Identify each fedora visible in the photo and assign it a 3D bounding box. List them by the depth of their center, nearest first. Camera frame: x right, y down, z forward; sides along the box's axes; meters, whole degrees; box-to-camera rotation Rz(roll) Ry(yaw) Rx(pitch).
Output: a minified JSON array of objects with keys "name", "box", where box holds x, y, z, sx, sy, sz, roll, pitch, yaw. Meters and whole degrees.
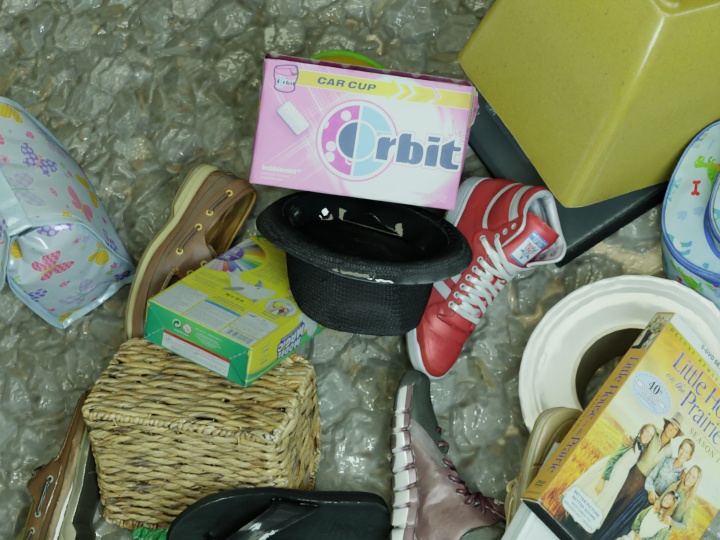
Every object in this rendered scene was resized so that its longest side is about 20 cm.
[{"name":"fedora","box":[0.000,0.000,1.514,0.201,0.201,0.092,16,115,19]}]

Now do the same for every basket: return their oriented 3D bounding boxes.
[{"name":"basket","box":[-0.138,0.154,1.568,0.200,0.149,0.143,5,37,16]}]

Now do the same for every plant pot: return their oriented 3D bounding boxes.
[{"name":"plant pot","box":[0.240,-0.209,1.504,0.194,0.200,0.196,-17,60,-31]}]

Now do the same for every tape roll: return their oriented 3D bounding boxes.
[{"name":"tape roll","box":[0.243,0.107,1.490,0.202,0.071,0.202,-5,67,12]}]

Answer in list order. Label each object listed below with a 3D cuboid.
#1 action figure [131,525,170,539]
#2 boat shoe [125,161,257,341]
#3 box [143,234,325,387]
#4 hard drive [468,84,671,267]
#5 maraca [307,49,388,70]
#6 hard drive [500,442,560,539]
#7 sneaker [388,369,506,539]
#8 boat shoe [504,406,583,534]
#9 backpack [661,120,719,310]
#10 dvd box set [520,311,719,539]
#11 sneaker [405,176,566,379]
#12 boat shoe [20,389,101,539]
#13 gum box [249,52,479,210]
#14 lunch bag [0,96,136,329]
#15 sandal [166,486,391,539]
[{"name":"action figure","box":[-0.127,0.287,1.517,0.200,0.055,0.118,33,81,19]},{"name":"boat shoe","box":[-0.164,-0.010,1.634,0.068,0.072,0.200,18,71,21]},{"name":"box","box":[-0.097,0.029,1.569,0.117,0.048,0.200,24,33,22]},{"name":"hard drive","box":[0.191,-0.118,1.611,0.140,0.033,0.200,-33,65,-1]},{"name":"maraca","box":[0.000,-0.123,1.621,0.200,0.107,0.137,47,105,16]},{"name":"hard drive","box":[0.167,0.253,1.396,0.200,0.132,0.026,-63,26,7]},{"name":"sneaker","box":[0.086,0.188,1.502,0.115,0.076,0.200,0,79,8]},{"name":"boat shoe","box":[0.151,0.203,1.430,0.074,0.069,0.200,-4,108,-26]},{"name":"backpack","box":[0.366,-0.044,1.478,0.200,0.147,0.183,23,73,24]},{"name":"dvd box set","box":[0.236,0.154,1.366,0.146,0.029,0.200,47,70,-19]},{"name":"sneaker","box":[0.116,0.007,1.536,0.112,0.071,0.200,5,71,45]},{"name":"boat shoe","box":[-0.279,0.202,1.578,0.068,0.072,0.200,6,70,15]},{"name":"gum box","box":[0.005,-0.126,1.537,0.200,0.066,0.114,8,101,-4]},{"name":"lunch bag","box":[-0.324,-0.060,1.622,0.127,0.200,0.170,-33,66,-1]},{"name":"sandal","box":[-0.068,0.228,1.479,0.200,0.075,0.048,-3,33,-13]}]
